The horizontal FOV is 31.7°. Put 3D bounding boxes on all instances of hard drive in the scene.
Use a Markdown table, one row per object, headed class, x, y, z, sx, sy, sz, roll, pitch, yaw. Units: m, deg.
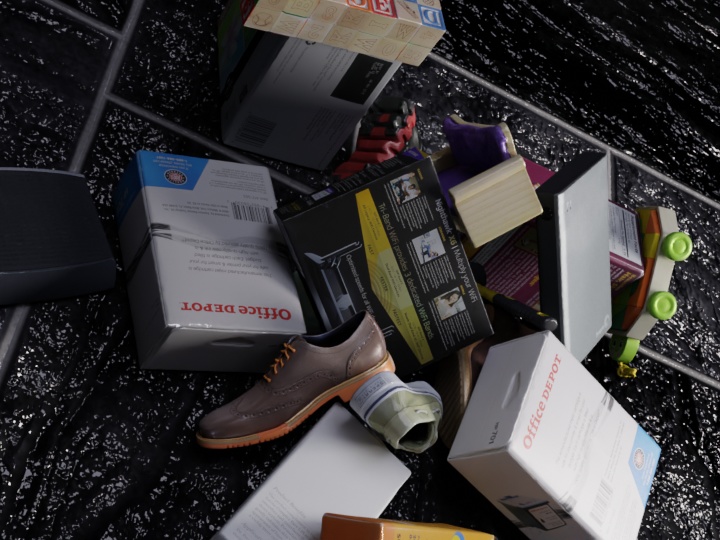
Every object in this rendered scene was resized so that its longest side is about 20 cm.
| class | x | y | z | sx | sy | sz | roll | pitch | yaw |
| --- | --- | --- | --- | --- | --- | --- | --- | --- | --- |
| hard drive | 0.225 | -0.008 | 1.333 | 0.033 | 0.201 | 0.139 | 7 | 25 | 29 |
| hard drive | -0.327 | -0.035 | 1.159 | 0.199 | 0.042 | 0.135 | -5 | 60 | -37 |

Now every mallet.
| class | x | y | z | sx | sy | sz | roll | pitch | yaw |
| --- | --- | --- | --- | --- | --- | --- | --- | --- | --- |
| mallet | 0.133 | 0.028 | 1.337 | 0.065 | 0.041 | 0.200 | 5 | 12 | -23 |

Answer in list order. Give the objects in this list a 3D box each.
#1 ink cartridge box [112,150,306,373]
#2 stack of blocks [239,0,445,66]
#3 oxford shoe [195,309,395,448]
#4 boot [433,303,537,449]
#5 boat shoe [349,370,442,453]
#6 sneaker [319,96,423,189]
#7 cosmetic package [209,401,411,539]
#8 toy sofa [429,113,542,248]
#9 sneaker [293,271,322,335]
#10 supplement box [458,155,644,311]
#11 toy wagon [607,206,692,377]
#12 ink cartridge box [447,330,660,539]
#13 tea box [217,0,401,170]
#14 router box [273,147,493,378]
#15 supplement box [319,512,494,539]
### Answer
| class | x | y | z | sx | sy | sz | roll | pitch | yaw |
| --- | --- | --- | --- | --- | --- | --- | --- | --- | --- |
| ink cartridge box | -0.149 | -0.007 | 1.230 | 0.146 | 0.086 | 0.201 | 5 | 56 | -31 |
| stack of blocks | -0.022 | -0.284 | 1.263 | 0.199 | 0.059 | 0.116 | 9 | 55 | -28 |
| oxford shoe | -0.068 | 0.100 | 1.174 | 0.199 | 0.071 | 0.073 | -26 | 112 | -18 |
| boot | 0.161 | 0.123 | 1.352 | 0.166 | 0.072 | 0.201 | 19 | 44 | -17 |
| boat shoe | 0.043 | 0.145 | 1.204 | 0.062 | 0.072 | 0.200 | 53 | 7 | 20 |
| sneaker | 0.014 | -0.095 | 1.415 | 0.201 | 0.071 | 0.098 | -59 | 139 | -26 |
| cosmetic package | -0.050 | 0.220 | 1.135 | 0.102 | 0.074 | 0.200 | 45 | 42 | 3 |
| toy sofa | 0.103 | -0.096 | 1.305 | 0.082 | 0.200 | 0.098 | -27 | 105 | -7 |
| sneaker | 0.000 | 0.000 | 1.305 | 0.200 | 0.118 | 0.074 | -16 | 69 | -40 |
| supplement box | 0.208 | -0.035 | 1.466 | 0.199 | 0.131 | 0.104 | 24 | 45 | -19 |
| toy wagon | 0.323 | 0.025 | 1.487 | 0.039 | 0.155 | 0.201 | 15 | 89 | -11 |
| ink cartridge box | 0.197 | 0.182 | 1.261 | 0.200 | 0.086 | 0.147 | 44 | 51 | -22 |
| tea box | -0.061 | -0.258 | 1.402 | 0.133 | 0.200 | 0.198 | 14 | 49 | -25 |
| router box | 0.024 | 0.003 | 1.244 | 0.156 | 0.052 | 0.201 | -24 | 109 | -7 |
| supplement box | 0.043 | 0.254 | 1.114 | 0.200 | 0.068 | 0.067 | 21 | 73 | -55 |
